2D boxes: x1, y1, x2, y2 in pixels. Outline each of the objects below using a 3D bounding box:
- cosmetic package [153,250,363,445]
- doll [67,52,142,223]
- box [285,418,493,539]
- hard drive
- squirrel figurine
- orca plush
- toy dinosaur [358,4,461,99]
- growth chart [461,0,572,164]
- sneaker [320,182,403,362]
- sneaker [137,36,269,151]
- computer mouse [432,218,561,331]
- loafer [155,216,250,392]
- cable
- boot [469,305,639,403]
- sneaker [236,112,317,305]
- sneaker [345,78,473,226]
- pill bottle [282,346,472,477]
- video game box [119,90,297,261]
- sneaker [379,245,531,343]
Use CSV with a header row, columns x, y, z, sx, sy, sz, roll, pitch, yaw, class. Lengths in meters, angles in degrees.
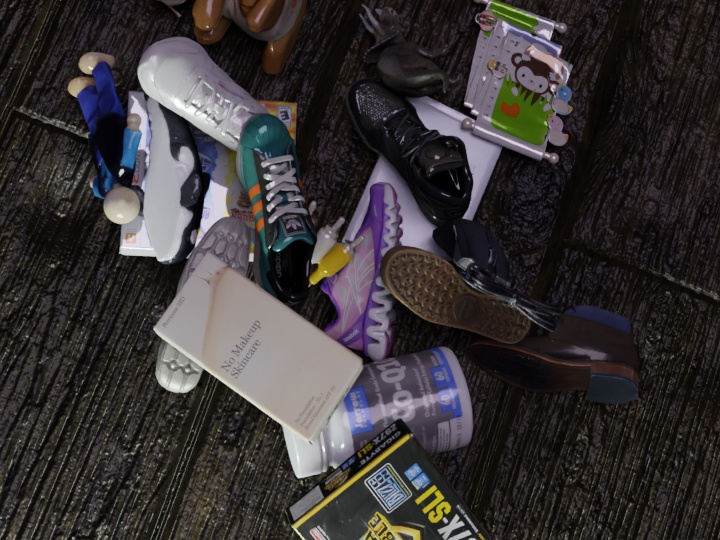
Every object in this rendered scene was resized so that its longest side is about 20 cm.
x,y,z,sx,sy,sz,roll,pitch,yaw,class
-0.103,0.081,1.343,0.199,0.073,0.104,34,81,6,cosmetic package
-0.278,-0.137,1.430,0.048,0.137,0.202,1,55,-34,doll
0.039,0.282,1.385,0.159,0.049,0.201,-38,113,-3,box
0.076,-0.096,1.528,0.130,0.025,0.202,25,77,-4,hard drive
-0.149,-0.359,1.491,0.185,0.142,0.202,25,87,12,squirrel figurine
-0.203,-0.107,1.435,0.071,0.105,0.203,5,62,-53,orca plush
0.056,-0.230,1.497,0.101,0.078,0.201,4,35,-13,toy dinosaur
0.193,-0.232,1.565,0.142,0.018,0.203,12,69,-9,growth chart
0.000,0.000,1.458,0.087,0.080,0.204,8,98,10,sneaker
-0.150,-0.182,1.374,0.099,0.199,0.075,34,93,41,sneaker
0.157,-0.003,1.419,0.139,0.200,0.046,30,101,-16,computer mouse
-0.177,0.036,1.429,0.069,0.070,0.202,25,86,-13,loafer
-0.083,0.015,1.436,0.097,0.050,0.201,35,99,8,cable
0.229,0.087,1.511,0.197,0.075,0.098,14,52,4,boot
-0.080,-0.063,1.355,0.070,0.080,0.203,-14,105,-24,sneaker
0.061,-0.148,1.466,0.076,0.114,0.201,-33,84,-15,sneaker
0.015,0.159,1.425,0.197,0.114,0.116,-12,81,-11,pill bottle
-0.173,-0.106,1.480,0.196,0.047,0.186,2,82,-9,video game box
0.093,0.023,1.449,0.198,0.090,0.068,24,94,-26,sneaker
